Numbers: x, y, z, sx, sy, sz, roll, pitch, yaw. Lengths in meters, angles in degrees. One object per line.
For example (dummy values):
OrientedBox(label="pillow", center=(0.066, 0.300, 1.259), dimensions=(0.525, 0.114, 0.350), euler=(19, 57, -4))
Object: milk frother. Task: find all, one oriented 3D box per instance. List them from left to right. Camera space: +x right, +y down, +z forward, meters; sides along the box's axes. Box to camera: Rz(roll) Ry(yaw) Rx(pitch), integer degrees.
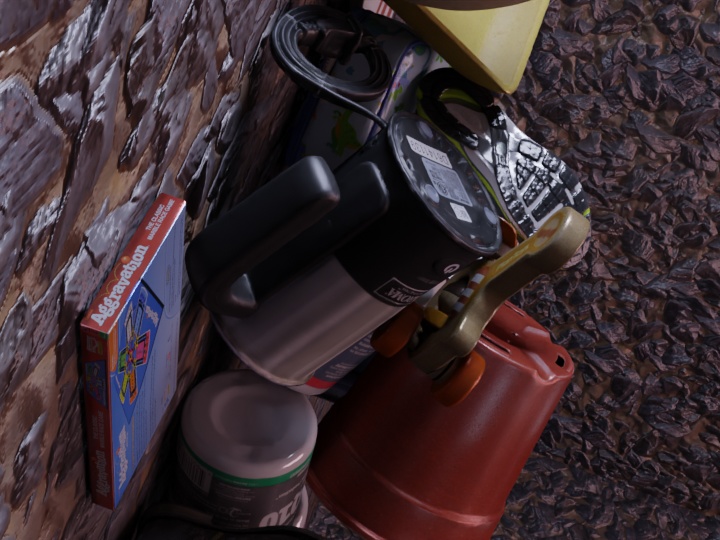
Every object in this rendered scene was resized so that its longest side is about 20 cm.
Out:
OrientedBox(label="milk frother", center=(-0.034, -0.056, 0.850), dimensions=(0.188, 0.180, 0.200), euler=(-35, -135, 25))

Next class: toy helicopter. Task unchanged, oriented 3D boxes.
OrientedBox(label="toy helicopter", center=(0.101, 0.006, 0.863), dimensions=(0.200, 0.079, 0.132), euler=(-40, -166, 50))

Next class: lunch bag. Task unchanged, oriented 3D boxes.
OrientedBox(label="lunch bag", center=(0.014, -0.142, 1.060), dimensions=(0.161, 0.082, 0.200), euler=(-66, 165, 14))

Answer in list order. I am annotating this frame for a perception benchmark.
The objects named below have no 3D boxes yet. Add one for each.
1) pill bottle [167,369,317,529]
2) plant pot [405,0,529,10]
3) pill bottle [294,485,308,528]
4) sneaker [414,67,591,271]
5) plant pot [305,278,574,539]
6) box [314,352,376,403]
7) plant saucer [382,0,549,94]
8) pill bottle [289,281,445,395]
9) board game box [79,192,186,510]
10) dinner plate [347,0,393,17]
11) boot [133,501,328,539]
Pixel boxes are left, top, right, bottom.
OrientedBox(label="pill bottle", center=(-0.108, 0.190, 1.023), dimensions=(0.113, 0.113, 0.200), euler=(-65, 173, -49))
OrientedBox(label="plant pot", center=(0.062, -0.267, 0.856), dimensions=(0.134, 0.200, 0.200), euler=(-26, -149, 46))
OrientedBox(label="pill bottle", center=(-0.118, 0.281, 1.274), dimensions=(0.200, 0.112, 0.112), euler=(103, 8, -57))
OrientedBox(label="sneaker", center=(0.117, -0.078, 1.000), dimensions=(0.074, 0.200, 0.081), euler=(-33, 167, -20))
OrientedBox(label="plant pot", center=(0.076, 0.125, 1.053), dimensions=(0.195, 0.201, 0.201), euler=(-60, 178, 18))
OrientedBox(label="box", center=(0.000, 0.075, 1.266), dimensions=(0.200, 0.198, 0.123), euler=(91, 19, -73))
OrientedBox(label="plant saucer", center=(0.069, -0.263, 0.987), dimensions=(0.048, 0.200, 0.200), euler=(-26, -148, 46))
OrientedBox(label="pill bottle", center=(0.000, 0.000, 0.980), dimensions=(0.200, 0.120, 0.120), euler=(-41, -175, 19))
OrientedBox(label="board game box", center=(-0.137, 0.055, 0.723), dimensions=(0.200, 0.019, 0.103), euler=(104, 6, -51))
OrientedBox(label="dinner plate", center=(0.019, -0.281, 1.110), dimensions=(0.200, 0.024, 0.200), euler=(19, 90, -86))
OrientedBox(label="boot", center=(-0.104, 0.251, 0.879), dimensions=(0.174, 0.200, 0.069), euler=(-79, -178, -74))
